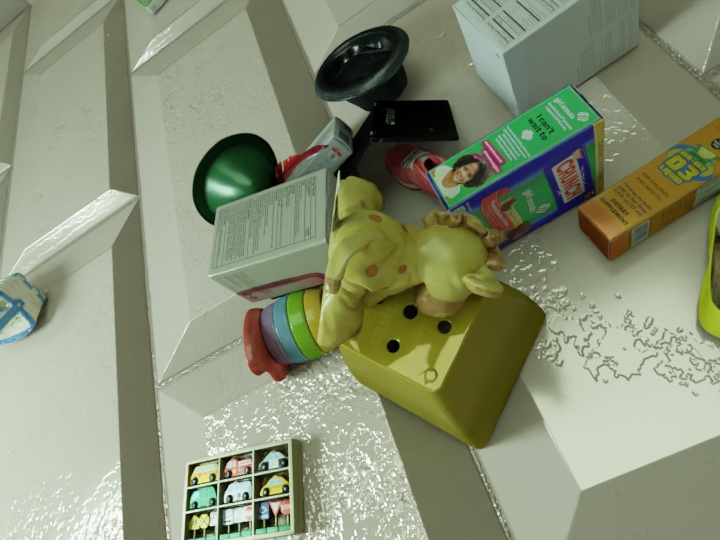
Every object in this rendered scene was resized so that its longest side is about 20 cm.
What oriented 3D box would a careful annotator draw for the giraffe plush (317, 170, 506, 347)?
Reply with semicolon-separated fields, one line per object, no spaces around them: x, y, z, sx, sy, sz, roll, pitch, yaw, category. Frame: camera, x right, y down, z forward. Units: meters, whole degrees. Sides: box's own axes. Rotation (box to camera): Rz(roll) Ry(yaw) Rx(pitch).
0.049;-0.013;0.494;0.162;0.200;0.173;7;66;-4;giraffe plush

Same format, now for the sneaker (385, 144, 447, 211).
0.106;-0.162;0.787;0.074;0.087;0.200;-49;52;-1;sneaker

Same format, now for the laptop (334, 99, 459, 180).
0.049;-0.196;0.827;0.200;0.116;0.187;0;35;4;laptop

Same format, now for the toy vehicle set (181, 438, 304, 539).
-0.176;0.331;0.742;0.200;0.027;0.124;-19;59;20;toy vehicle set

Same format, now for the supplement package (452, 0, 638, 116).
0.276;-0.367;0.753;0.200;0.152;0.151;-33;55;11;supplement package

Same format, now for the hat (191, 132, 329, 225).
-0.150;-0.112;0.791;0.166;0.200;0.176;-41;59;-20;hat

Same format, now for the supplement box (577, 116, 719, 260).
0.377;-0.101;0.624;0.200;0.069;0.067;-34;57;8;supplement box

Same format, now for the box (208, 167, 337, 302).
-0.109;-0.046;0.749;0.200;0.109;0.128;-14;59;22;box

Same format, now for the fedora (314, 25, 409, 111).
0.014;-0.352;0.921;0.200;0.092;0.201;-20;49;25;fedora

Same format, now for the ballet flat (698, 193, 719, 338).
0.423;-0.022;0.559;0.067;0.067;0.200;11;72;33;ballet flat

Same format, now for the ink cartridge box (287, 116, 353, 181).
-0.092;-0.168;0.889;0.200;0.050;0.162;-48;19;20;ink cartridge box

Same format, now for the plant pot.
0.088;0.076;0.619;0.200;0.176;0.200;23;80;29;plant pot

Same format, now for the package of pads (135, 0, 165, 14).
-0.648;-0.898;1.569;0.155;0.068;0.200;-47;55;3;package of pads

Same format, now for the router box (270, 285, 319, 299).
-0.075;-0.051;0.843;0.200;0.052;0.157;-16;52;21;router box

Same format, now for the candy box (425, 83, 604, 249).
0.209;-0.116;0.659;0.200;0.169;0.077;-32;59;12;candy box

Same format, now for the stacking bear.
-0.062;0.079;0.757;0.200;0.121;0.114;-19;67;9;stacking bear

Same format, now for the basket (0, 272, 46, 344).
-0.815;0.109;1.117;0.176;0.139;0.200;-20;29;20;basket

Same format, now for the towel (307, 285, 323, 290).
0.000;0.000;0.811;0.200;0.018;0.086;-22;59;18;towel
